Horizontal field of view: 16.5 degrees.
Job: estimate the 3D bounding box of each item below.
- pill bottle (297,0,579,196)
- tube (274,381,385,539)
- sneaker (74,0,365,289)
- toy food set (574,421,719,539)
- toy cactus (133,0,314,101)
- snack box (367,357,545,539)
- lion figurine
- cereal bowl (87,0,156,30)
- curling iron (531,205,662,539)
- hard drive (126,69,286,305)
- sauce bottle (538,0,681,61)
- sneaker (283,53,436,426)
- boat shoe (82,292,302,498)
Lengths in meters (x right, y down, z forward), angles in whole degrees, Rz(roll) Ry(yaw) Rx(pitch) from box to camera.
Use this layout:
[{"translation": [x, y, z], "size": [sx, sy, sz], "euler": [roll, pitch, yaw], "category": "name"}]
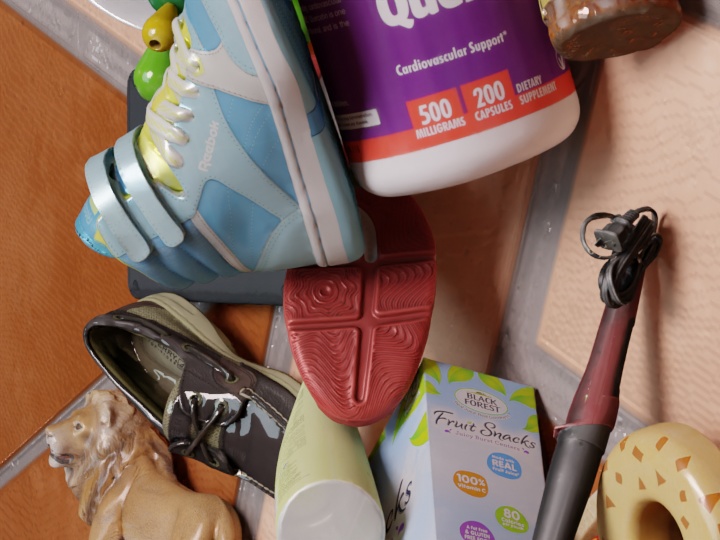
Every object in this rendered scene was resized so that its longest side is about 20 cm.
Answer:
[{"translation": [0.023, -0.142, 1.139], "size": [0.112, 0.112, 0.201], "euler": [-4, 107, 58], "category": "pill bottle"}, {"translation": [-0.019, 0.095, 1.213], "size": [0.052, 0.058, 0.200], "euler": [53, -176, -13], "category": "tube"}, {"translation": [-0.082, -0.069, 1.123], "size": [0.080, 0.130, 0.201], "euler": [-99, -9, -56], "category": "sneaker"}, {"translation": [0.132, 0.182, 1.075], "size": [0.200, 0.048, 0.199], "euler": [-51, 49, 45], "category": "toy food set"}, {"translation": [-0.059, -0.182, 1.272], "size": [0.200, 0.102, 0.165], "euler": [-51, 61, 34], "category": "toy cactus"}, {"translation": [0.030, 0.172, 1.163], "size": [0.201, 0.067, 0.169], "euler": [-92, 23, -50], "category": "snack box"}, {"translation": [-0.115, 0.151, 1.465], "size": [0.199, 0.072, 0.123], "euler": [20, 95, 42], "category": "lion figurine"}, {"translation": [-0.089, -0.234, 1.358], "size": [0.199, 0.083, 0.202], "euler": [9, 110, 25], "category": "cereal bowl"}, {"translation": [0.094, 0.063, 1.085], "size": [0.025, 0.049, 0.201], "euler": [7, 74, 38], "category": "curling iron"}, {"translation": [-0.076, -0.051, 1.420], "size": [0.199, 0.033, 0.141], "euler": [1, 91, 58], "category": "hard drive"}, {"translation": [0.096, -0.196, 1.115], "size": [0.066, 0.066, 0.202], "euler": [-31, 65, 54], "category": "sauce bottle"}, {"translation": [0.000, 0.000, 1.247], "size": [0.116, 0.078, 0.201], "euler": [85, -175, -63], "category": "sneaker"}, {"translation": [-0.084, 0.080, 1.383], "size": [0.200, 0.064, 0.074], "euler": [33, 124, 41], "category": "boat shoe"}]
